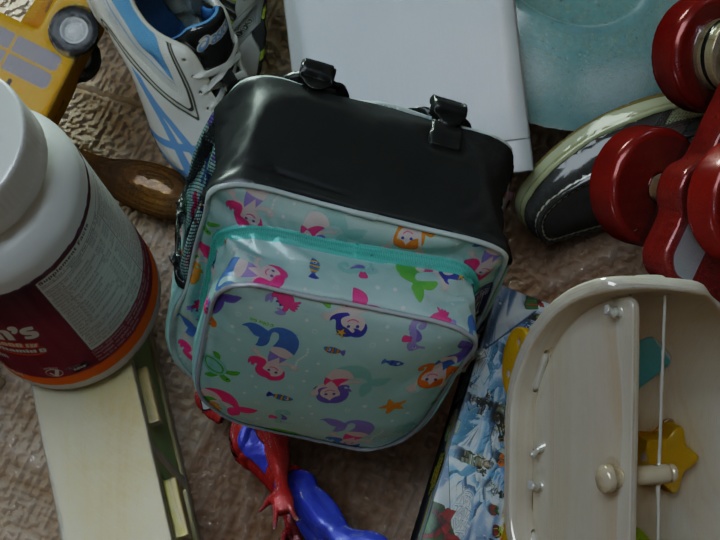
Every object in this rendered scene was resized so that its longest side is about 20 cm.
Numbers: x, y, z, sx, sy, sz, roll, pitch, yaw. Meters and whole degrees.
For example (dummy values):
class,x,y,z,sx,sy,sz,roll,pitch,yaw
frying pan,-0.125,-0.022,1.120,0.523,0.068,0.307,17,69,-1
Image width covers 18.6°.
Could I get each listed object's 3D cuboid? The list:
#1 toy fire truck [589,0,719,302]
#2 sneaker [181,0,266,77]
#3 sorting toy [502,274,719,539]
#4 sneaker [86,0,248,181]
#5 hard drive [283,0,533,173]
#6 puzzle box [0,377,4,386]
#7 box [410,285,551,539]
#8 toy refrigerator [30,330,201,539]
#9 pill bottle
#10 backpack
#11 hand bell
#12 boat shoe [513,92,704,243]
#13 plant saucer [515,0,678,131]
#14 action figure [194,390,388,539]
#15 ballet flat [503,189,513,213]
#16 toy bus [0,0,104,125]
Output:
class,x,y,z,sx,sy,sz,roll,pitch,yaw
toy fire truck,0.235,-0.057,1.202,0.112,0.167,0.201,13,74,59
sneaker,-0.090,-0.191,1.330,0.076,0.201,0.076,4,45,-6
sorting toy,0.172,0.100,1.143,0.179,0.107,0.202,-1,94,-28
sneaker,-0.096,-0.117,1.309,0.072,0.201,0.072,2,42,49
hard drive,0.023,-0.149,1.253,0.131,0.027,0.202,-7,93,5
puzzle box,-0.334,0.091,1.366,0.200,0.025,0.133,-43,63,-8
box,0.105,0.124,1.191,0.136,0.040,0.201,21,70,-5
toy refrigerator,-0.141,0.101,1.279,0.070,0.076,0.201,-19,61,6
pill bottle,-0.188,-0.021,1.194,0.109,0.200,0.110,-6,63,13
backpack,-0.018,0.008,1.178,0.176,0.200,0.151,13,60,-10
hand bell,-0.183,-0.068,1.378,0.199,0.104,0.105,18,70,10
boat shoe,0.188,-0.063,1.270,0.200,0.072,0.066,-25,56,-2
plant saucer,0.120,-0.177,1.311,0.200,0.039,0.202,8,59,-13
action figure,-0.032,0.133,1.241,0.052,0.066,0.200,-33,62,-12
ballet flat,0.000,0.000,1.302,0.199,0.069,0.072,-13,80,14
toy bus,-0.221,-0.086,1.314,0.078,0.065,0.201,25,77,0
